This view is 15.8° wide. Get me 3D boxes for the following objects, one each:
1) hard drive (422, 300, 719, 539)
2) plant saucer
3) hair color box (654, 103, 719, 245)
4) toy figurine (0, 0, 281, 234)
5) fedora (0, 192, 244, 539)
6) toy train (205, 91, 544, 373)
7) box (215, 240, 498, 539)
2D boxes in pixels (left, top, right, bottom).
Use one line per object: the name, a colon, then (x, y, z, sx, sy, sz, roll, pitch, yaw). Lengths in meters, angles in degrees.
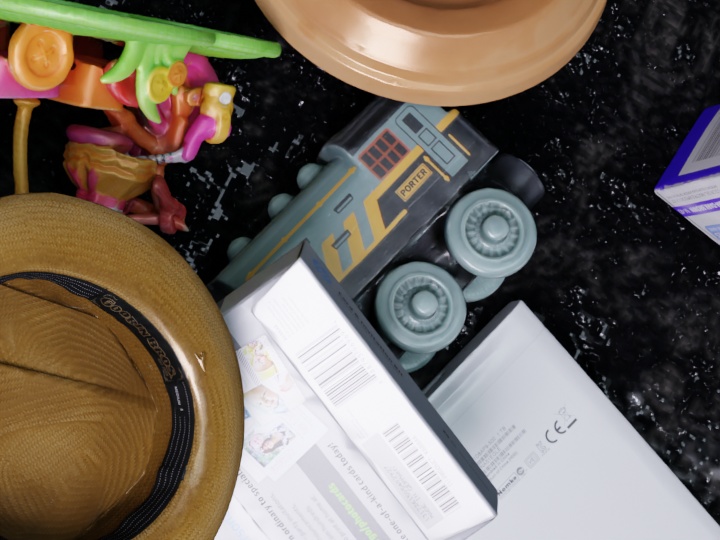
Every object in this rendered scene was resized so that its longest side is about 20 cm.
hard drive: (0.101, 0.133, 1.334, 0.132, 0.027, 0.200, -45, 100, -17)
plant saucer: (0.035, -0.179, 1.297, 0.200, 0.037, 0.200, 5, 66, -12)
hair color box: (0.264, -0.010, 1.359, 0.200, 0.109, 0.065, 36, 75, -13)
toy figurine: (-0.139, -0.035, 1.230, 0.200, 0.150, 0.184, 6, 98, -43)
fedora: (-0.148, 0.063, 1.125, 0.200, 0.082, 0.201, 2, 87, -35)
toy train: (0.000, 0.000, 1.285, 0.114, 0.085, 0.200, 44, 75, 1)
box: (-0.059, 0.106, 1.224, 0.200, 0.041, 0.156, -36, 99, 10)
